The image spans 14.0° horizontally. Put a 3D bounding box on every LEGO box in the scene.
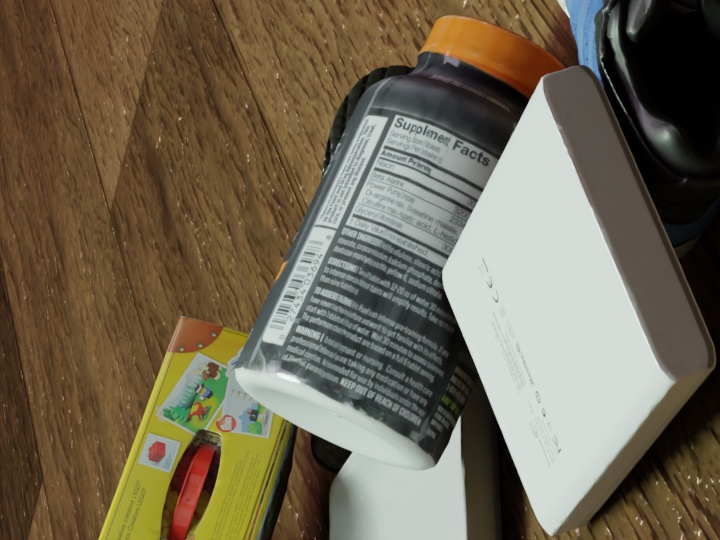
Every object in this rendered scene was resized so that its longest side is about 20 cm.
[{"bbox_3d":[-0.095,0.153,1.573,0.149,0.077,0.201,101,-174,-55],"label":"LEGO box"}]

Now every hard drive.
[{"bbox_3d":[0.084,0.018,1.203,0.200,0.026,0.132,115,136,-66],"label":"hard drive"}]

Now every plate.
[{"bbox_3d":[0.029,0.150,1.435,0.200,0.032,0.200,122,154,-53],"label":"plate"}]

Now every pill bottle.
[{"bbox_3d":[0.028,-0.017,1.365,0.201,0.106,0.106,-65,13,-12],"label":"pill bottle"}]

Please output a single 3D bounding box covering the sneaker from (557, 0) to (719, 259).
[{"bbox_3d":[0.121,-0.112,1.186,0.111,0.076,0.201,122,149,-65],"label":"sneaker"}]

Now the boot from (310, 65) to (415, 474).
[{"bbox_3d":[0.000,0.000,1.575,0.131,0.067,0.201,113,167,-69],"label":"boot"}]
